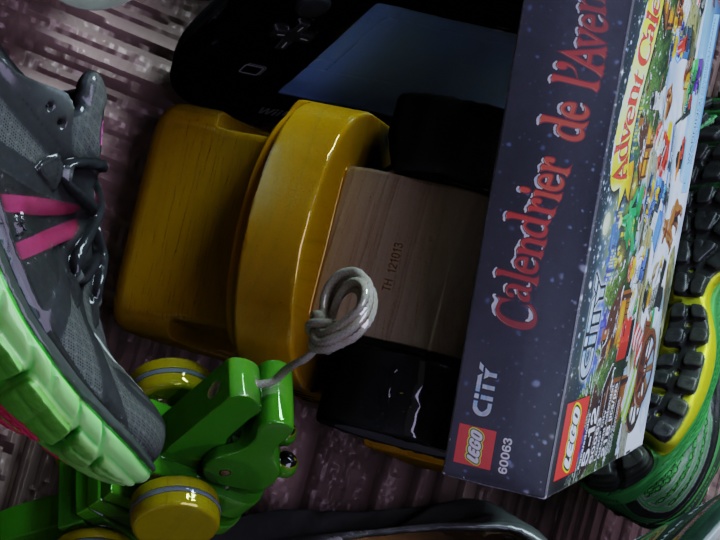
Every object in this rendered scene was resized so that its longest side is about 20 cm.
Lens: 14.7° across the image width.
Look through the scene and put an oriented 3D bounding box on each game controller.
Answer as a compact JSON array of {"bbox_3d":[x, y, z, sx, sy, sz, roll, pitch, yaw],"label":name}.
[{"bbox_3d":[0.028,-0.080,1.025,0.199,0.104,0.042,9,48,-37],"label":"game controller"}]

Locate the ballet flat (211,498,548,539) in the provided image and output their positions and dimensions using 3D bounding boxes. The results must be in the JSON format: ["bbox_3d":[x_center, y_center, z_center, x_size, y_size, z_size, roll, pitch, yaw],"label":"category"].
[{"bbox_3d":[-0.007,0.120,1.032,0.199,0.068,0.069,-11,100,-34],"label":"ballet flat"}]

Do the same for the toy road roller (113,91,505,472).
[{"bbox_3d":[0.000,0.000,1.016,0.200,0.145,0.124,31,72,-71],"label":"toy road roller"}]

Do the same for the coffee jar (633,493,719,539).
[{"bbox_3d":[0.118,0.143,1.049,0.085,0.200,0.104,46,65,-1],"label":"coffee jar"}]

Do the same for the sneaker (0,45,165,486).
[{"bbox_3d":[-0.103,-0.018,0.865,0.084,0.077,0.201,-35,117,-23],"label":"sneaker"}]

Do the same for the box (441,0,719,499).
[{"bbox_3d":[0.081,-0.033,0.938,0.136,0.037,0.202,-14,114,-71],"label":"box"}]

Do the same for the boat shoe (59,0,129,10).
[{"bbox_3d":[-0.139,-0.174,0.923,0.072,0.061,0.202,-36,115,4],"label":"boat shoe"}]

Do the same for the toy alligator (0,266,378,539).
[{"bbox_3d":[-0.049,0.062,0.934,0.054,0.200,0.060,28,42,-36],"label":"toy alligator"}]

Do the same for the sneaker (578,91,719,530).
[{"bbox_3d":[0.138,0.012,1.136,0.201,0.078,0.085,-61,146,-19],"label":"sneaker"}]
